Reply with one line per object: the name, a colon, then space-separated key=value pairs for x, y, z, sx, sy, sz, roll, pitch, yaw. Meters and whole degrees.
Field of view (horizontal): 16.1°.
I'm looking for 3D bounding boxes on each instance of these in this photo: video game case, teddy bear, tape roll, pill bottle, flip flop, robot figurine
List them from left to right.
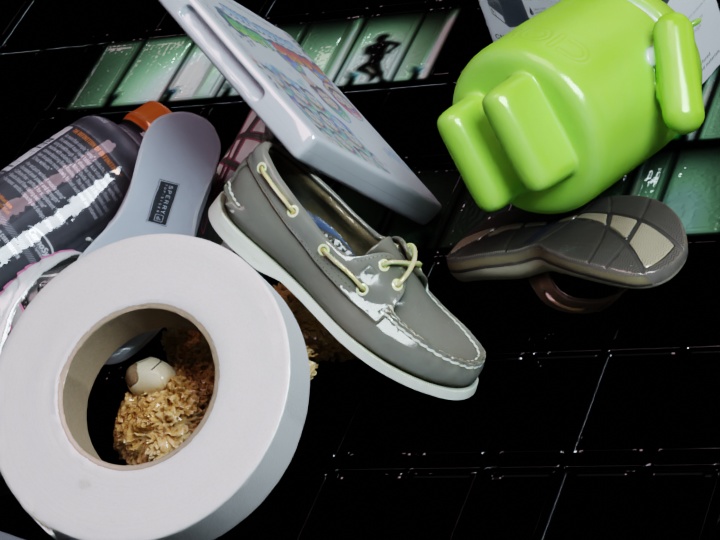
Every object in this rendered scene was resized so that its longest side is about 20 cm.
pill bottle: x=-0.205 y=-0.038 z=1.772 sx=0.200 sy=0.106 sz=0.106 roll=-36 pitch=37 yaw=-18
tape roll: x=-0.129 y=0.076 z=1.540 sx=0.203 sy=0.037 sz=0.203 roll=-8 pitch=67 yaw=18
teddy bear: x=-0.075 y=0.052 z=1.612 sx=0.200 sy=0.067 sz=0.145 roll=-25 pitch=32 yaw=-3
video game case: x=-0.044 y=-0.117 z=1.665 sx=0.024 sy=0.200 sz=0.182 roll=-46 pitch=64 yaw=10
flip flop: x=0.132 y=-0.003 z=1.584 sx=0.081 sy=0.058 sz=0.200 roll=-36 pitch=19 yaw=-33
robot figurine: x=0.138 y=-0.110 z=1.605 sx=0.175 sy=0.116 sz=0.200 roll=-25 pitch=7 yaw=46

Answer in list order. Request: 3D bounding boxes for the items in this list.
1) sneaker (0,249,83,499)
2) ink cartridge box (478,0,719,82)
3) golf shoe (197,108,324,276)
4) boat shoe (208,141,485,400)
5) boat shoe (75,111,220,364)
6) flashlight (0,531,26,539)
sneaker: x=-0.211 y=0.078 z=1.662 sx=0.086 sy=0.080 sz=0.200 roll=14 pitch=58 yaw=30
ink cartridge box: x=0.150 y=-0.214 z=1.723 sx=0.145 sy=0.200 sz=0.084 roll=11 pitch=47 yaw=40
golf shoe: x=-0.077 y=-0.069 z=1.772 sx=0.088 sy=0.077 sz=0.200 roll=-16 pitch=34 yaw=22
boat shoe: x=-0.001 y=0.001 z=1.555 sx=0.202 sy=0.060 sz=0.072 roll=38 pitch=27 yaw=9
boat shoe: x=-0.145 y=-0.012 z=1.677 sx=0.074 sy=0.068 sz=0.199 roll=14 pitch=55 yaw=-2
flashlight: x=-0.237 y=0.180 z=1.536 sx=0.200 sy=0.068 sz=0.068 roll=13 pitch=77 yaw=39
